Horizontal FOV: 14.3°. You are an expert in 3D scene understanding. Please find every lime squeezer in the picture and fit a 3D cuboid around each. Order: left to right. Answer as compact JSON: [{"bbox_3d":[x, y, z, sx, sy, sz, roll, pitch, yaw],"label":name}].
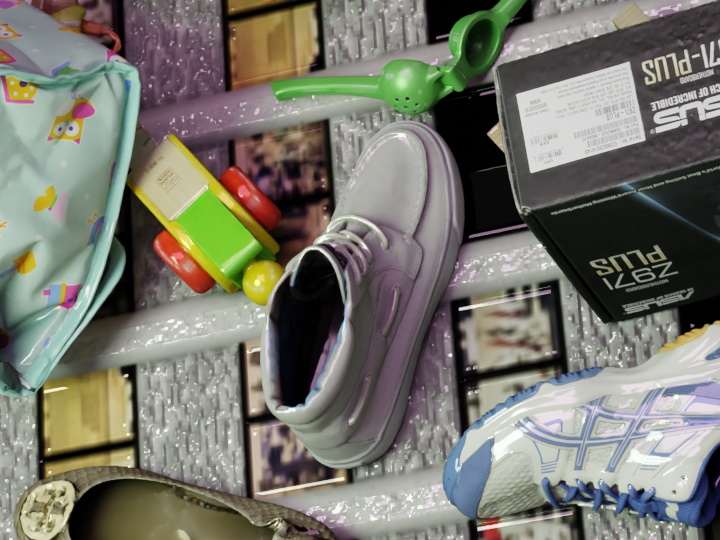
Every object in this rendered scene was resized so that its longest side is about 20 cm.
[{"bbox_3d":[0.047,-0.126,1.606,0.200,0.038,0.071,-30,31,9],"label":"lime squeezer"}]

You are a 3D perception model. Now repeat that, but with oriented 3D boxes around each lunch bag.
[{"bbox_3d":[-0.216,-0.045,1.596,0.170,0.122,0.201,29,119,44],"label":"lunch bag"}]

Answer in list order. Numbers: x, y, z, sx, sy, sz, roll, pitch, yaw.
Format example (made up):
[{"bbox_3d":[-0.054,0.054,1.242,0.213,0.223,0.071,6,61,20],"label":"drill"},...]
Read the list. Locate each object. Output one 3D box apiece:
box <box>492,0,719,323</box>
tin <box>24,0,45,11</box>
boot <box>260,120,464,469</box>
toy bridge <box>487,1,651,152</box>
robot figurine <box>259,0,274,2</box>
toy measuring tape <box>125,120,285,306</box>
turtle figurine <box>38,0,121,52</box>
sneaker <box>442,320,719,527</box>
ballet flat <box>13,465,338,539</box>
[{"bbox_3d":[0.188,-0.061,1.444,0.199,0.164,0.086,-15,65,14],"label":"box"},{"bbox_3d":[-0.271,-0.156,1.737,0.199,0.042,0.112,2,66,22],"label":"tin"},{"bbox_3d":[0.000,0.000,1.532,0.073,0.096,0.201,3,71,22],"label":"boot"},{"bbox_3d":[0.165,-0.115,1.553,0.200,0.027,0.067,-41,63,2],"label":"toy bridge"},{"bbox_3d":[-0.024,-0.251,1.632,0.117,0.144,0.200,37,86,7],"label":"robot figurine"},{"bbox_3d":[-0.102,-0.046,1.606,0.074,0.074,0.200,-44,62,0],"label":"toy measuring tape"},{"bbox_3d":[-0.173,-0.208,1.674,0.161,0.064,0.200,23,71,14],"label":"turtle figurine"},{"bbox_3d":[0.138,0.094,1.452,0.200,0.075,0.088,-23,63,12],"label":"sneaker"},{"bbox_3d":[-0.103,0.141,1.544,0.200,0.046,0.068,10,73,25],"label":"ballet flat"}]
